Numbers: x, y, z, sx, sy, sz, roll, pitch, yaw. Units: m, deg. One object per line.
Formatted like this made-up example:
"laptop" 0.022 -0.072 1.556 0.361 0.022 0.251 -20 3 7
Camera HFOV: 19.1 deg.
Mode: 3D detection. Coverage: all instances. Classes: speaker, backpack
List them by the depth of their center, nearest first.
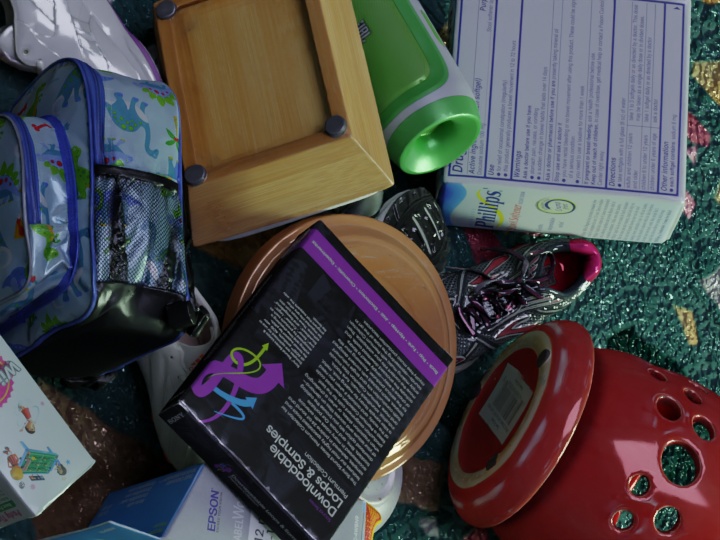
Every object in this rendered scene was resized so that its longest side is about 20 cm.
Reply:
"backpack" -0.203 -0.040 1.479 0.146 0.183 0.202 13 65 -32
"speaker" 0.019 -0.176 1.696 0.088 0.089 0.201 -9 58 -36

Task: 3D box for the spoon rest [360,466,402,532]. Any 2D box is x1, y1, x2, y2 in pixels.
"spoon rest" -0.036 0.123 1.637 0.200 0.060 0.100 51 55 -29

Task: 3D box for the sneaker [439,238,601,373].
"sneaker" 0.112 0.020 1.750 0.199 0.074 0.081 -30 95 -36

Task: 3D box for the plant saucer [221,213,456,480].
"plant saucer" -0.010 0.059 1.584 0.199 0.032 0.202 1 89 -33

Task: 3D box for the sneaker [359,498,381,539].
"sneaker" -0.022 0.263 1.579 0.077 0.073 0.202 22 78 -40

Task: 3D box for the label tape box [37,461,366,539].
"label tape box" -0.117 0.179 1.500 0.199 0.143 0.067 19 67 -29

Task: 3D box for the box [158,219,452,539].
"box" -0.035 0.080 1.487 0.143 0.036 0.200 47 48 -10

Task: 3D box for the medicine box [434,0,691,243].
"medicine box" 0.166 -0.131 1.761 0.198 0.103 0.184 5 71 1

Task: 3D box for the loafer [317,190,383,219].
"loafer" -0.031 -0.124 1.657 0.071 0.063 0.201 -13 62 -31

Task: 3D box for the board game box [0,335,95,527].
"board game box" -0.286 0.079 1.408 0.064 0.147 0.201 -43 102 -38

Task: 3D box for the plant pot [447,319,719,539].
"plant pot" 0.178 0.154 1.688 0.182 0.200 0.202 28 62 -16

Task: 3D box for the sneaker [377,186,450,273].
"sneaker" 0.000 0.000 1.676 0.200 0.079 0.074 -45 116 -39

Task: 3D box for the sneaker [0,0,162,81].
"sneaker" -0.215 -0.160 1.588 0.099 0.075 0.201 -34 101 -13

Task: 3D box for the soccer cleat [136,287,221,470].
"soccer cleat" -0.122 0.082 1.565 0.069 0.077 0.201 -28 94 -37

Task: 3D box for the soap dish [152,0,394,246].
"soap dish" -0.072 -0.133 1.592 0.081 0.156 0.202 59 16 -62
